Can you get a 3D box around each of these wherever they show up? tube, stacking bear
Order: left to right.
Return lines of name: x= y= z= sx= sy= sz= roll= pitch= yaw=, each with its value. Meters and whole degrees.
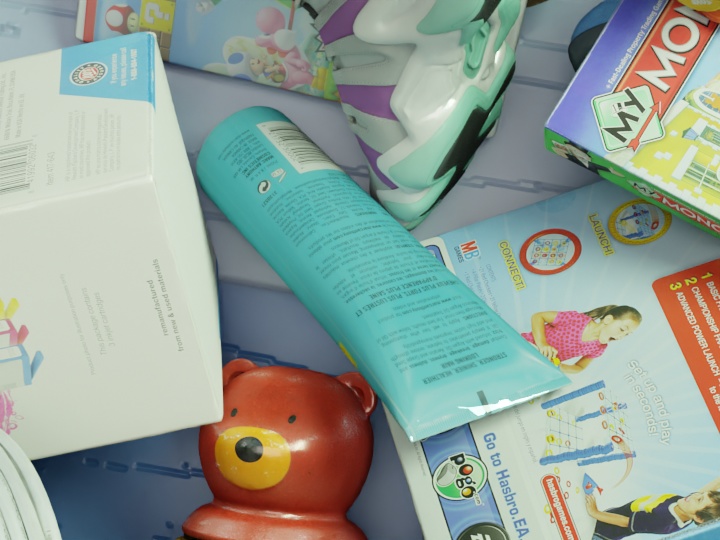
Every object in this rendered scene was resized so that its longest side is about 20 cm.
stacking bear: x=-0.041 y=0.139 z=0.908 sx=0.121 sy=0.114 sz=0.201 roll=7 pitch=87 yaw=24
tube: x=0.000 y=0.000 z=0.895 sx=0.077 sy=0.050 sz=0.200 roll=-22 pitch=44 yaw=-24

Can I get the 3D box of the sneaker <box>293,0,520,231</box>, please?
sneaker: x=-0.004 y=-0.116 z=0.905 sx=0.140 sy=0.200 sz=0.078 roll=29 pitch=47 yaw=14

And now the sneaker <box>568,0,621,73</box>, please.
sneaker: x=0.182 y=-0.140 z=0.938 sx=0.200 sy=0.066 sz=0.079 roll=-19 pitch=71 yaw=2

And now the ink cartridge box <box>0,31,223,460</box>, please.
ink cartridge box: x=-0.169 y=0.000 z=0.897 sx=0.199 sy=0.129 sz=0.125 roll=-12 pitch=124 yaw=3

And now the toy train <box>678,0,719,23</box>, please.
toy train: x=0.188 y=-0.167 z=0.856 sx=0.200 sy=0.056 sz=0.150 roll=-21 pitch=43 yaw=12

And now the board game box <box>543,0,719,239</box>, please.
board game box: x=0.183 y=-0.106 z=0.876 sx=0.134 sy=0.029 sz=0.200 roll=29 pitch=79 yaw=15

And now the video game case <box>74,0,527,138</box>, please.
video game case: x=-0.023 y=-0.144 z=0.937 sx=0.200 sy=0.017 sz=0.143 roll=14 pitch=124 yaw=4

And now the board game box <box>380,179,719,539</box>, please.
board game box: x=0.110 y=0.051 z=0.881 sx=0.195 sy=0.056 sz=0.200 roll=-18 pitch=45 yaw=1

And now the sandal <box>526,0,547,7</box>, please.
sandal: x=0.004 y=-0.176 z=0.955 sx=0.200 sy=0.055 sz=0.082 roll=15 pitch=124 yaw=3

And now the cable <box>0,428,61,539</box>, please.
cable: x=-0.182 y=0.154 z=0.804 sx=0.069 sy=0.200 sz=0.200 roll=9 pitch=66 yaw=-38
